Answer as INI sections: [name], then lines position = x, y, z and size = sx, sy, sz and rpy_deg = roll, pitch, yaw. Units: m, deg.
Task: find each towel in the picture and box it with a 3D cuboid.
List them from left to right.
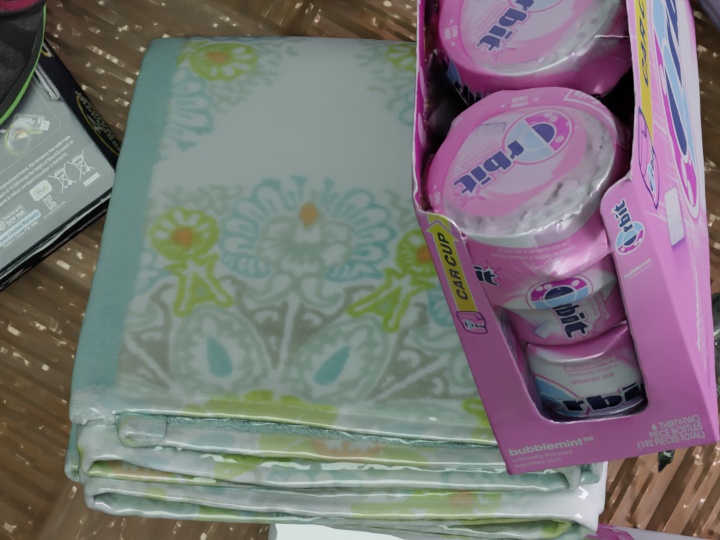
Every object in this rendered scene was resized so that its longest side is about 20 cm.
[towel]
position = 0.000, 0.000, 0.946
size = 0.170, 0.201, 0.048
rpy_deg = 4, 138, 4

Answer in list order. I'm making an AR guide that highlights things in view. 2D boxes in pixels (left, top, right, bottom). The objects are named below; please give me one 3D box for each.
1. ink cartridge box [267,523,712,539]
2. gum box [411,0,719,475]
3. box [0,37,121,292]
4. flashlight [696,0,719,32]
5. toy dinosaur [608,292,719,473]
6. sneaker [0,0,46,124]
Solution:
[ink cartridge box]
position = 0.060, 0.159, 0.980
size = 0.199, 0.085, 0.145
rpy_deg = 8, 94, 8
[gum box]
position = 0.061, -0.047, 0.870
size = 0.066, 0.201, 0.114
rpy_deg = -10, 136, 13
[box]
position = -0.201, -0.036, 1.021
size = 0.200, 0.049, 0.162
rpy_deg = -37, 89, 7
[flashlight]
position = 0.189, -0.042, 0.969
size = 0.200, 0.068, 0.068
rpy_deg = 52, 133, -2
[toy dinosaur]
position = 0.131, 0.025, 0.932
size = 0.199, 0.088, 0.048
rpy_deg = -27, 109, 34
[sneaker]
position = -0.122, -0.113, 0.937
size = 0.077, 0.084, 0.201
rpy_deg = 34, 107, 5
